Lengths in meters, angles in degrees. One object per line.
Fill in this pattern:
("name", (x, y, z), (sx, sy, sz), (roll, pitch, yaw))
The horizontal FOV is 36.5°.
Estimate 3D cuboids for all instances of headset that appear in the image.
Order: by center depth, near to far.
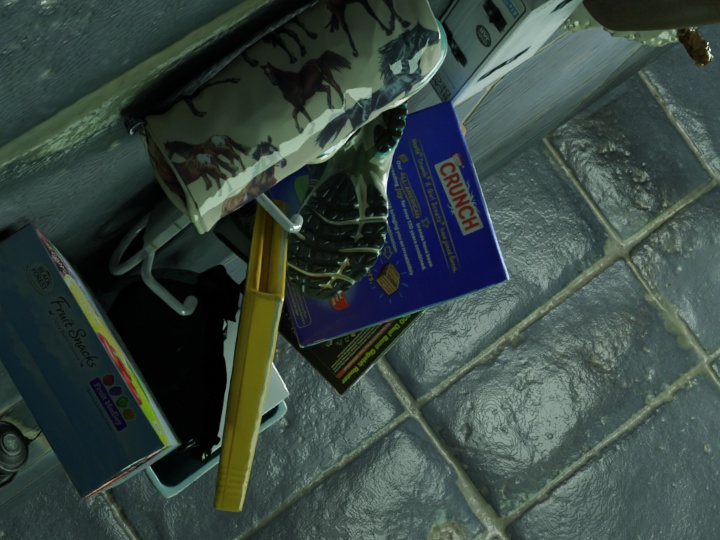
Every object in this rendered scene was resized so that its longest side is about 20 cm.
("headset", (-0.443, 0.241, 1.347), (0.199, 0.095, 0.123), (-20, 169, -34))

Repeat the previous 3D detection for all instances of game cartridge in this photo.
("game cartridge", (-0.091, 0.065, 0.904), (0.177, 0.032, 0.202), (-94, -163, -63))

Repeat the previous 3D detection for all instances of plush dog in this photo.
("plush dog", (0.308, -0.304, 1.117), (0.200, 0.160, 0.172), (-38, -161, 33))

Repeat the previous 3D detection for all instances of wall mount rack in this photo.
("wall mount rack", (-0.104, -0.057, 0.864), (0.199, 0.075, 0.174), (-36, -153, 21))

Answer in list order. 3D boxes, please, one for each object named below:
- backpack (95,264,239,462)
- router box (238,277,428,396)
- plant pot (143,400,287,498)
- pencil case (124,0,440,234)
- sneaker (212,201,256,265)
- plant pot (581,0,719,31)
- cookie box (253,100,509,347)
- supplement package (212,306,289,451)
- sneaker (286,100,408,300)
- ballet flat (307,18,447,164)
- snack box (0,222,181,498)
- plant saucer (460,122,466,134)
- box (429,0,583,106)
("backpack", (-0.177, 0.064, 0.980), (0.125, 0.169, 0.200), (7, -172, -6))
("router box", (0.000, 0.000, 1.076), (0.200, 0.150, 0.062), (-46, 174, 5))
("plant pot", (-0.250, 0.160, 1.456), (0.196, 0.197, 0.200), (-34, -173, -21))
("pencil case", (-0.042, -0.112, 0.663), (0.199, 0.090, 0.078), (-36, 148, -8))
("sneaker", (-0.079, -0.054, 1.161), (0.089, 0.077, 0.200), (-45, 177, 15))
("plant pot", (0.280, -0.281, 0.909), (0.186, 0.188, 0.199), (-32, -170, -40))
("cookie box", (0.018, -0.040, 1.003), (0.198, 0.173, 0.075), (-18, 179, 8))
("supplement package", (-0.185, 0.101, 1.194), (0.117, 0.118, 0.200), (-34, -157, -20))
("sneaker", (-0.009, -0.073, 0.929), (0.086, 0.077, 0.202), (-123, -128, -80))
("ballet flat", (-0.011, -0.136, 0.784), (0.069, 0.070, 0.200), (-39, -178, 46))
("snack box", (-0.199, 0.069, 0.775), (0.067, 0.170, 0.200), (-31, 177, -11))
("plant saucer", (0.024, -0.119, 1.214), (0.199, 0.038, 0.200), (-31, -170, 6))
("box", (0.132, -0.225, 0.944), (0.116, 0.060, 0.200), (-34, 176, -19))
